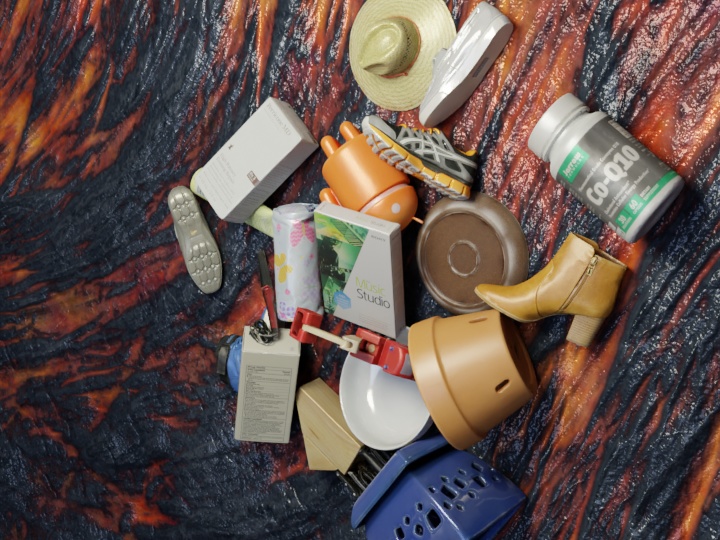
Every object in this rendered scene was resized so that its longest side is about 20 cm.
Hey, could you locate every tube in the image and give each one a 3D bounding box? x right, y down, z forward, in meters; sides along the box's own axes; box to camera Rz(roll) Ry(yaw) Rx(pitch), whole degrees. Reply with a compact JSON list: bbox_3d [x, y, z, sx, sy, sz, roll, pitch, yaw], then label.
[{"bbox_3d":[-0.215,-0.118,1.761,0.198,0.058,0.053,31,104,25],"label":"tube"}]

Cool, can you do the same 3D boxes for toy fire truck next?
[{"bbox_3d":[-0.004,0.116,1.553,0.198,0.140,0.050,20,92,46],"label":"toy fire truck"}]

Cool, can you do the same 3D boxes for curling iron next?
[{"bbox_3d":[-0.168,0.041,1.712,0.026,0.048,0.203,101,167,-50],"label":"curling iron"}]

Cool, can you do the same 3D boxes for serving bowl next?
[{"bbox_3d":[0.060,0.192,1.620,0.197,0.065,0.205,-11,73,37],"label":"serving bowl"}]

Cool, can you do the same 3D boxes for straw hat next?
[{"bbox_3d":[0.042,-0.343,1.518,0.198,0.085,0.206,8,105,31],"label":"straw hat"}]

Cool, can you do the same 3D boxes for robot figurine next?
[{"bbox_3d":[0.017,-0.137,1.563,0.202,0.142,0.117,58,151,9],"label":"robot figurine"}]

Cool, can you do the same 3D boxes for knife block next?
[{"bbox_3d":[-0.014,0.288,1.708,0.173,0.064,0.205,-7,96,34],"label":"knife block"}]

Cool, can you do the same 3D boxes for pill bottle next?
[{"bbox_3d":[0.331,-0.142,1.354,0.200,0.112,0.114,44,120,18],"label":"pill bottle"}]

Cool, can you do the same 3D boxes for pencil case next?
[{"bbox_3d":[-0.104,-0.014,1.686,0.082,0.090,0.205,10,106,40],"label":"pencil case"}]

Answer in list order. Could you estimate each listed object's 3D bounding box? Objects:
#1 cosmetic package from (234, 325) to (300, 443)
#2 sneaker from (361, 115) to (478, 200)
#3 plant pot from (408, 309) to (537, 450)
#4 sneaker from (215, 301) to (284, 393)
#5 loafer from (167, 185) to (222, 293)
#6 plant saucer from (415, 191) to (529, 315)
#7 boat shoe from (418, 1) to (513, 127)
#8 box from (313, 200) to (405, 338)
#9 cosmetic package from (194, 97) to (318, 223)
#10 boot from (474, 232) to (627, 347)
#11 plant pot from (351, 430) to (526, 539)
[{"bbox_3d":[-0.163,0.201,1.729,0.103,0.072,0.203,6,123,-7],"label":"cosmetic package"},{"bbox_3d":[0.091,-0.183,1.493,0.198,0.078,0.078,29,84,-16],"label":"sneaker"},{"bbox_3d":[0.177,0.149,1.487,0.138,0.200,0.204,-24,87,18],"label":"plant pot"},{"bbox_3d":[-0.208,0.131,1.792,0.110,0.077,0.203,24,120,16],"label":"sneaker"},{"bbox_3d":[-0.302,-0.058,1.827,0.068,0.070,0.204,-16,105,-6],"label":"loafer"},{"bbox_3d":[0.165,-0.020,1.542,0.197,0.032,0.205,8,105,33],"label":"plant saucer"},{"bbox_3d":[0.142,-0.306,1.471,0.069,0.071,0.201,49,123,22],"label":"boat shoe"},{"bbox_3d":[0.000,0.000,1.555,0.142,0.036,0.203,18,131,29],"label":"box"},{"bbox_3d":[-0.177,-0.184,1.674,0.200,0.074,0.102,-45,71,17],"label":"cosmetic package"},{"bbox_3d":[0.278,0.010,1.449,0.198,0.071,0.147,23,106,14],"label":"boot"},{"bbox_3d":[0.111,0.380,1.569,0.180,0.198,0.201,49,122,21],"label":"plant pot"}]
